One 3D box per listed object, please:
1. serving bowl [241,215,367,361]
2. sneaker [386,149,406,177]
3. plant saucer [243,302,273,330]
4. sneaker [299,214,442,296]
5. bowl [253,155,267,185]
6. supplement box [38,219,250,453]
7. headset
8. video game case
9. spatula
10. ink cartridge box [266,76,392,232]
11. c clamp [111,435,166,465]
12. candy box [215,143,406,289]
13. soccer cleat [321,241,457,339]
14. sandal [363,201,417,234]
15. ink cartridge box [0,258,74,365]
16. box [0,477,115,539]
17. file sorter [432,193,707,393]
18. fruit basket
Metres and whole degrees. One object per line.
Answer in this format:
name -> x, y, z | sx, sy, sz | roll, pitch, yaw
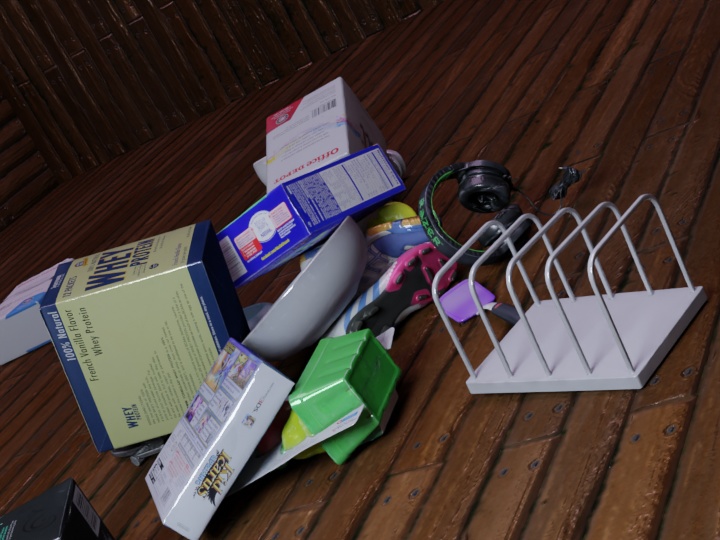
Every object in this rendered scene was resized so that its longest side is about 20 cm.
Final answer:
serving bowl -> -0.054, 0.033, 1.566 | 0.201, 0.066, 0.200 | -50, 3, 4
sneaker -> -0.026, -0.139, 2.169 | 0.198, 0.075, 0.082 | -20, 18, 31
plant saucer -> -0.191, 0.094, 1.819 | 0.198, 0.028, 0.200 | -28, 9, 5
sneaker -> 0.022, -0.007, 1.663 | 0.198, 0.089, 0.075 | -21, -6, 29
bowl -> -0.065, -0.185, 2.303 | 0.198, 0.075, 0.200 | -25, -4, 19
supplement box -> -0.244, 0.077, 1.604 | 0.197, 0.202, 0.135 | -16, 22, 5
headset -> 0.165, -0.079, 1.588 | 0.198, 0.125, 0.094 | -12, -20, -29
video game case -> -0.149, 0.168, 1.390 | 0.183, 0.045, 0.200 | -59, 14, -4
spatula -> 0.141, 0.042, 1.449 | 0.056, 0.021, 0.200 | -33, 17, -14
ink cartridge box -> -0.048, -0.157, 2.043 | 0.144, 0.145, 0.201 | -25, 38, 18
c clamp -> -0.234, 0.182, 1.697 | 0.170, 0.027, 0.200 | -22, 19, 44
candy box -> -0.067, -0.069, 1.681 | 0.168, 0.078, 0.199 | -33, -4, 42
soccer cleat -> 0.031, 0.031, 1.588 | 0.200, 0.070, 0.086 | -41, 20, -31
sandal -> 0.000, 0.000, 1.754 | 0.199, 0.080, 0.087 | -37, -17, -2
ink cartridge box -> -0.607, 0.075, 2.538 | 0.143, 0.085, 0.200 | -24, 19, 19
box -> -0.311, 0.314, 1.215 | 0.198, 0.150, 0.124 | -30, 17, 3
file sorter -> 0.185, 0.020, 1.241 | 0.199, 0.126, 0.139 | -8, 27, 47
fruit basket -> -0.052, 0.154, 1.387 | 0.200, 0.094, 0.186 | -40, 10, 27
